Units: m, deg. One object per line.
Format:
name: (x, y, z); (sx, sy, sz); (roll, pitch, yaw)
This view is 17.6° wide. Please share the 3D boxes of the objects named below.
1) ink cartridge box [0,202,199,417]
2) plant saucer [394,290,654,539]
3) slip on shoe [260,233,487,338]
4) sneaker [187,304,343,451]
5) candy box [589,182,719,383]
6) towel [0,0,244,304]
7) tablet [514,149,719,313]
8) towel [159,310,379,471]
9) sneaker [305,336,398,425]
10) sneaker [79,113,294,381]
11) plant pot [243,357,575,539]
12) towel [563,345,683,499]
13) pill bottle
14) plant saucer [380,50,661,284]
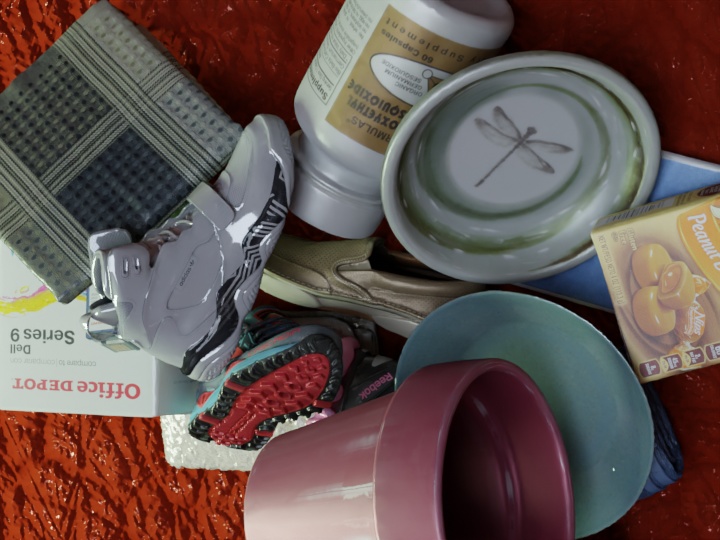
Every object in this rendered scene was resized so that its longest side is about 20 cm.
ink cartridge box: (-0.200, 0.012, 1.806); (0.145, 0.087, 0.200); (2, 93, 23)
plant saucer: (0.123, 0.099, 1.675); (0.201, 0.039, 0.201); (12, 118, 24)
slip on shoe: (0.000, 0.000, 1.742); (0.200, 0.076, 0.061); (22, 118, 14)
sneaker: (-0.074, 0.063, 1.720); (0.200, 0.079, 0.096); (-34, 45, 55)
candy box: (0.272, -0.005, 1.612); (0.200, 0.055, 0.116); (-16, 100, 16)
towel: (-0.204, -0.091, 1.753); (0.193, 0.035, 0.200); (-43, 57, -3)
tablet: (0.187, -0.031, 1.686); (0.200, 0.014, 0.130); (16, 111, 20)
towel: (-0.074, 0.097, 1.828); (0.200, 0.034, 0.133); (-1, 104, 24)
sneaker: (0.000, 0.155, 1.740); (0.095, 0.079, 0.200); (13, 96, 9)
sneaker: (-0.125, -0.026, 1.661); (0.115, 0.075, 0.200); (17, 96, -23)
plant pot: (0.027, 0.169, 1.613); (0.179, 0.200, 0.200); (-9, 101, 32)
towel: (0.137, 0.138, 1.738); (0.200, 0.049, 0.112); (-23, 95, 27)
pill bottle: (0.017, -0.127, 1.676); (0.114, 0.114, 0.200); (36, 116, 11)
plant saucer: (0.109, -0.081, 1.637); (0.200, 0.050, 0.200); (-6, 129, -7)
